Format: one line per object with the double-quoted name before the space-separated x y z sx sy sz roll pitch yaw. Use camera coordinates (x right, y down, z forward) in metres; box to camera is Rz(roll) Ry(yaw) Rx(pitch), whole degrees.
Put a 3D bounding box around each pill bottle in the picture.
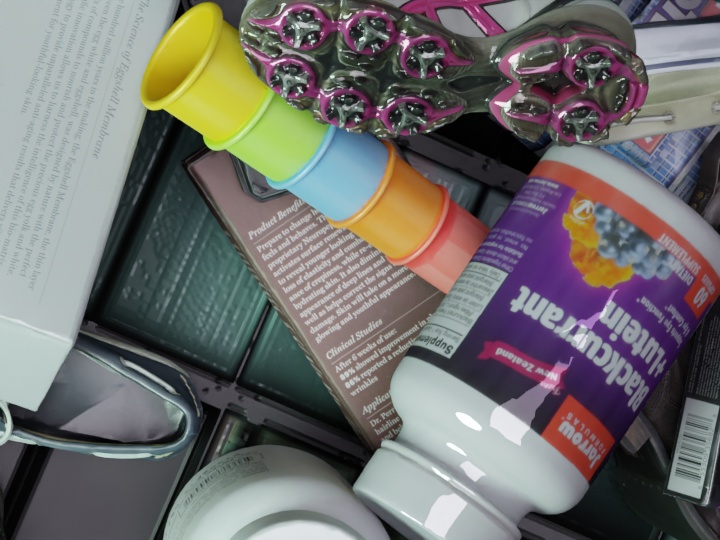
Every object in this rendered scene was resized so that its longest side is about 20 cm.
"pill bottle" -0.039 0.155 1.423 0.114 0.200 0.115 0 93 -7
"pill bottle" 0.085 0.047 1.379 0.111 0.111 0.201 36 81 -8

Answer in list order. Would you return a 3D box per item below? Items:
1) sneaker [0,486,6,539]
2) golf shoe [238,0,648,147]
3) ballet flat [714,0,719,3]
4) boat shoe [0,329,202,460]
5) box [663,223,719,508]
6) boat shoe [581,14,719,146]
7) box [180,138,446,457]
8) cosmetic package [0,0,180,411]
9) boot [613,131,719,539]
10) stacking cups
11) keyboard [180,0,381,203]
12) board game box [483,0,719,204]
"sneaker" -0.217 0.198 1.448 0.076 0.114 0.201 6 94 -6
"golf shoe" 0.035 -0.112 1.361 0.199 0.092 0.073 6 128 -16
"ballet flat" 0.127 -0.184 1.371 0.199 0.074 0.075 19 91 -20
"boat shoe" -0.179 0.056 1.469 0.199 0.062 0.075 20 92 -8
"box" 0.248 0.059 1.488 0.199 0.036 0.144 10 92 -41
"boat shoe" 0.196 -0.099 1.450 0.199 0.072 0.062 -4 99 3
"box" 0.000 0.000 1.485 0.100 0.075 0.201 -33 98 -5
"cosmetic package" -0.215 -0.065 1.398 0.199 0.123 0.200 19 68 -7
"boot" 0.198 0.048 1.498 0.174 0.069 0.200 -48 126 -13
"stacking cups" -0.012 -0.057 1.393 0.199 0.060 0.061 32 89 -26
"keyboard" -0.028 -0.146 1.430 0.126 0.021 0.201 -17 95 -2
"board game box" 0.178 -0.126 1.506 0.199 0.062 0.200 36 88 -7
